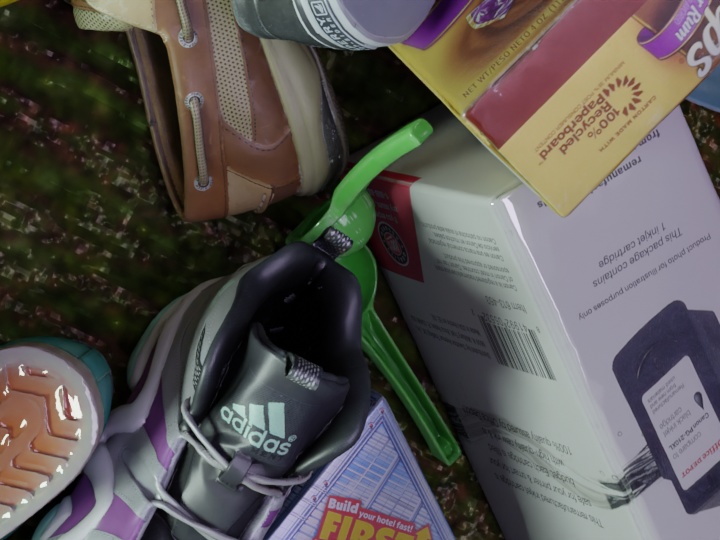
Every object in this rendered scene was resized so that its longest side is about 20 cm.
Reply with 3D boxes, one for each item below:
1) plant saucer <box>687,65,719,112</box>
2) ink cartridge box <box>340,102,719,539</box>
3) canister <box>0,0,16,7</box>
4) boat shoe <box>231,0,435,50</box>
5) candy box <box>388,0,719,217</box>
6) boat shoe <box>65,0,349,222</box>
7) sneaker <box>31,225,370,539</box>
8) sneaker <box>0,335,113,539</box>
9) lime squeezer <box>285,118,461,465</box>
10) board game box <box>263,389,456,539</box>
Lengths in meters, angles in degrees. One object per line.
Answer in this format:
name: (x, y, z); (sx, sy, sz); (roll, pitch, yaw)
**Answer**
plant saucer: (0.169, -0.158, 0.919); (0.199, 0.027, 0.201); (3, 103, 15)
ink cartridge box: (0.089, 0.035, 0.897); (0.084, 0.145, 0.201); (-30, 108, -17)
canister: (-0.116, -0.198, 0.771); (0.148, 0.087, 0.201); (-20, 93, 8)
boat shoe: (0.020, -0.157, 0.835); (0.074, 0.068, 0.200); (44, 62, -38)
candy box: (0.066, -0.102, 0.828); (0.117, 0.200, 0.056); (-45, 110, 4)
boat shoe: (-0.070, -0.109, 0.851); (0.074, 0.076, 0.201); (-25, 105, -14)
sneaker: (-0.050, 0.069, 0.810); (0.077, 0.140, 0.201); (26, 58, -18)
sneaker: (-0.169, 0.091, 0.841); (0.199, 0.080, 0.072); (-32, 91, 7)
lime squeezer: (0.000, 0.000, 0.883); (0.038, 0.071, 0.200); (-30, 146, -18)
board game box: (-0.005, 0.154, 0.920); (0.199, 0.062, 0.201); (28, 87, -24)
